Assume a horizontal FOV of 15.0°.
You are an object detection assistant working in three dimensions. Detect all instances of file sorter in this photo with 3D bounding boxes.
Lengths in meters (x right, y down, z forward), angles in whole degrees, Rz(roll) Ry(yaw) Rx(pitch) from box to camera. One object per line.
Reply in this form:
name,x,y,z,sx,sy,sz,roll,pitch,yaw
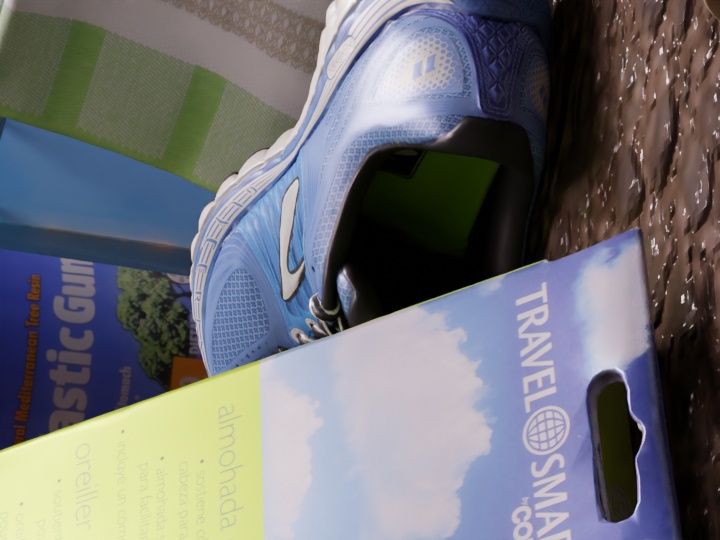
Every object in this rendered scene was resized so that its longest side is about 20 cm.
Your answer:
file sorter,-0.064,-0.111,0.948,0.200,0.138,0.123,-100,26,-46

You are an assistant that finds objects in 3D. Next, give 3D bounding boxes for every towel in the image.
towel,-0.027,-0.101,0.782,0.031,0.149,0.200,-67,-1,-53

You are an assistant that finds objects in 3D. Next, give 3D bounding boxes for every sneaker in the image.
sneaker,0.000,0.000,0.779,0.200,0.078,0.089,114,159,-47

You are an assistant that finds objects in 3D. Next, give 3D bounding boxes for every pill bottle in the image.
pill bottle,-0.148,0.037,1.066,0.112,0.199,0.113,-174,90,-74

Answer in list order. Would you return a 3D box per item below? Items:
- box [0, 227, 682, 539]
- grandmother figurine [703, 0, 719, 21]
box,-0.008,0.078,0.661,0.199,0.048,0.122,-20,52,22
grandmother figurine,0.071,-0.134,0.621,0.200,0.060,0.122,-116,44,-58
